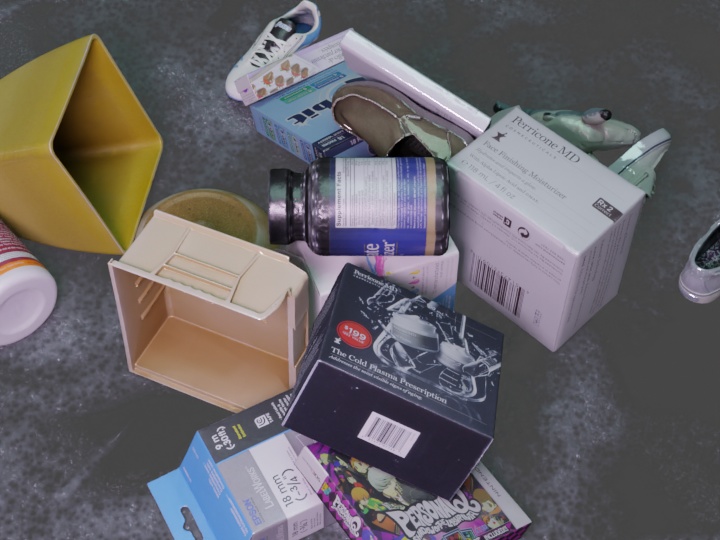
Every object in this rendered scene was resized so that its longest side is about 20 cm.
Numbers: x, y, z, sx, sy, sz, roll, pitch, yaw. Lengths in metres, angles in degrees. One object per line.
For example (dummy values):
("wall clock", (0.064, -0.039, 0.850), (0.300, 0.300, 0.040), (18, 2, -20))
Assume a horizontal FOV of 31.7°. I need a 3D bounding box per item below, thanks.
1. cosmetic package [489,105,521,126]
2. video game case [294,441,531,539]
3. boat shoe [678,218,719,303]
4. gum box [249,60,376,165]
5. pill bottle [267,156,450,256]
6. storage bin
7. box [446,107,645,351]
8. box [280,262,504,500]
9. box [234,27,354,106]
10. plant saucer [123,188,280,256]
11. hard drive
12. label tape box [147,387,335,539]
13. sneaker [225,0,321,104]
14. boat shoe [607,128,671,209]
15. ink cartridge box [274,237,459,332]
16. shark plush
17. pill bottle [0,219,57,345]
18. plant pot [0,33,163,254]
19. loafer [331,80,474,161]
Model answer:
("cosmetic package", (0.146, -0.127, 1.643), (0.200, 0.051, 0.083), (-37, 103, -27))
("video game case", (0.057, 0.235, 1.339), (0.200, 0.036, 0.181), (-12, 51, -43))
("boat shoe", (0.474, -0.038, 1.589), (0.070, 0.072, 0.201), (37, 60, 24))
("gum box", (-0.026, -0.207, 1.688), (0.170, 0.045, 0.200), (-28, 35, -21))
("pill bottle", (-0.002, -0.072, 1.421), (0.199, 0.112, 0.112), (0, 52, 0))
("storage bin", (-0.163, 0.057, 1.426), (0.198, 0.200, 0.094), (20, 52, 14))
("box", (0.208, -0.047, 1.511), (0.199, 0.200, 0.131), (37, 61, 24))
("box", (0.039, 0.115, 1.357), (0.200, 0.104, 0.182), (25, 33, -7))
("box", (-0.085, -0.284, 1.763), (0.200, 0.041, 0.039), (-30, 101, -33))
("plant saucer", (-0.201, -0.037, 1.601), (0.199, 0.035, 0.201), (1, 52, -1))
("hard drive", (0.069, -0.219, 1.554), (0.200, 0.132, 0.027), (33, 89, 5))
("label tape box", (-0.116, 0.230, 1.377), (0.200, 0.063, 0.144), (-23, 56, -18))
("sneaker", (-0.126, -0.311, 1.793), (0.072, 0.073, 0.200), (28, 58, 17))
("boat shoe", (0.348, -0.111, 1.654), (0.200, 0.071, 0.070), (-38, 84, -29))
("ink cartridge box", (0.000, 0.000, 1.518), (0.199, 0.129, 0.125), (-18, 55, -13))
("shark plush", (0.276, -0.189, 1.732), (0.199, 0.091, 0.083), (6, 27, 30))
("pill bottle", (-0.463, -0.011, 1.528), (0.113, 0.113, 0.200), (-34, 60, -24))
("plant pot", (-0.387, -0.145, 1.589), (0.176, 0.200, 0.200), (-6, 50, 20))
("loafer", (0.043, -0.166, 1.534), (0.200, 0.075, 0.070), (25, 49, 21))
